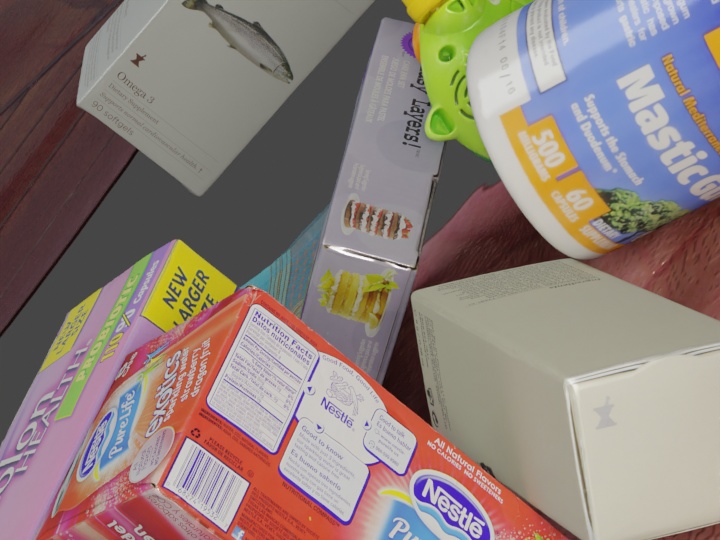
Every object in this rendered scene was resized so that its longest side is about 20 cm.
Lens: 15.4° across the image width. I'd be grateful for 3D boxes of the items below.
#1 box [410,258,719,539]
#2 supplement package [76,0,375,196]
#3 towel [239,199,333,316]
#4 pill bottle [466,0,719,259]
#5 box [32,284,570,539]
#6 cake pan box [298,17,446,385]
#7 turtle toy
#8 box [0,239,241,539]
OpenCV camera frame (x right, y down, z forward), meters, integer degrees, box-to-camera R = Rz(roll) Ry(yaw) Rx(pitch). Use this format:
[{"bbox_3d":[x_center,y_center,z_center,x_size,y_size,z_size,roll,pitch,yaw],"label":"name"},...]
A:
[{"bbox_3d":[0.088,0.048,1.055,0.082,0.069,0.200,-12,12,-12],"label":"box"},{"bbox_3d":[-0.095,-0.176,1.900,0.200,0.117,0.117,-47,18,18],"label":"supplement package"},{"bbox_3d":[-0.039,0.035,1.520,0.147,0.022,0.201,-43,20,29],"label":"towel"},{"bbox_3d":[0.153,-0.094,1.113,0.199,0.112,0.112,-27,27,25],"label":"pill bottle"},{"bbox_3d":[-0.011,0.112,1.015,0.095,0.200,0.100,-27,30,48],"label":"box"},{"bbox_3d":[0.000,0.000,1.321,0.201,0.052,0.185,-76,4,-49],"label":"cake pan box"},{"bbox_3d":[0.109,-0.117,1.270,0.199,0.146,0.101,-34,-6,-15],"label":"turtle toy"},{"bbox_3d":[-0.056,0.123,1.108,0.097,0.200,0.177,-32,26,47],"label":"box"}]
